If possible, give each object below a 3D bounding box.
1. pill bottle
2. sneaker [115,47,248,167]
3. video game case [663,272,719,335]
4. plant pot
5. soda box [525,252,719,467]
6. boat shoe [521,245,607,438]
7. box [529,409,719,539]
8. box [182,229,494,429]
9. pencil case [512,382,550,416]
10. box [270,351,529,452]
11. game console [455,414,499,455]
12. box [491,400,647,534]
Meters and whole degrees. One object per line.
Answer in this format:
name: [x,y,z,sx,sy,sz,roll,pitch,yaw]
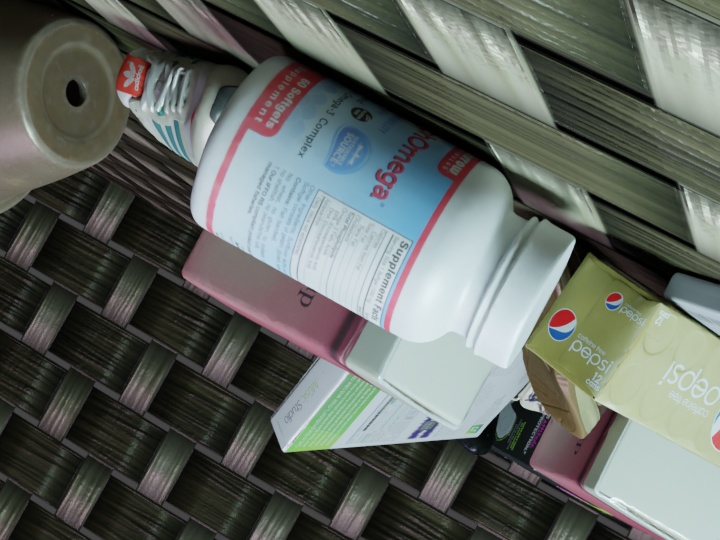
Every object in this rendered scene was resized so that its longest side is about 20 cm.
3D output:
pill bottle: [0.014,-0.029,1.006,0.199,0.109,0.109,28,176,9]
sneaker: [-0.123,-0.111,1.217,0.093,0.071,0.200,24,179,-7]
video game case: [0.275,0.066,0.987,0.199,0.018,0.143,32,175,-30]
plant pot: [-0.273,-0.133,1.391,0.174,0.201,0.200,4,160,39]
soda box: [0.188,0.062,1.069,0.200,0.068,0.064,28,-172,-46]
boat shoe: [0.142,0.030,1.158,0.072,0.072,0.201,44,164,38]
box: [0.213,0.118,1.286,0.109,0.128,0.200,30,175,-6]
box: [0.000,0.000,1.221,0.199,0.128,0.109,25,174,39]
pencil case: [0.229,0.134,1.579,0.199,0.090,0.078,35,-179,-2]
box: [0.046,0.083,1.394,0.199,0.144,0.036,-1,-127,-38]
game console: [0.044,0.058,1.692,0.116,0.177,0.200,-9,142,36]
box: [0.206,0.146,1.733,0.148,0.125,0.200,30,177,-22]
